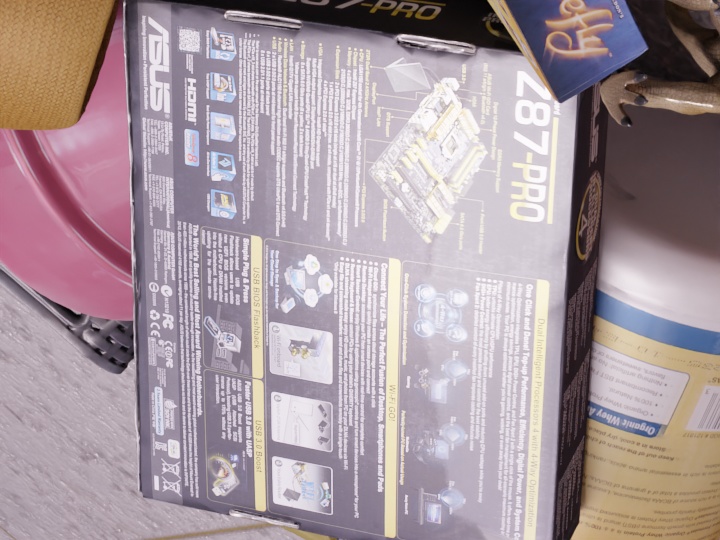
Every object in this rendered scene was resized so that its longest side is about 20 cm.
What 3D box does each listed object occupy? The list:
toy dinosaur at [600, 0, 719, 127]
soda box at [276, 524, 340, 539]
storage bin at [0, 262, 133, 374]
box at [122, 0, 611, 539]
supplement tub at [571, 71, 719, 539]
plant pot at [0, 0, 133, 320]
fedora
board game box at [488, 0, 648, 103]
[{"bbox_3d":[0.125,-0.068,0.823,0.101,0.058,0.200,10,-173,-30],"label":"toy dinosaur"},{"bbox_3d":[0.011,0.013,1.061,0.068,0.200,0.064,23,155,29],"label":"soda box"},{"bbox_3d":[-0.130,-0.050,1.168,0.135,0.094,0.200,42,-173,-13],"label":"storage bin"},{"bbox_3d":[0.000,0.000,0.877,0.161,0.049,0.201,10,118,18],"label":"box"},{"bbox_3d":[0.091,0.040,0.975,0.144,0.145,0.200,30,123,15],"label":"supplement tub"},{"bbox_3d":[-0.044,-0.092,0.975,0.179,0.200,0.200,-13,129,41],"label":"plant pot"},{"bbox_3d":[-0.117,-0.111,0.856,0.081,0.201,0.201,11,160,-10],"label":"fedora"},{"bbox_3d":[0.014,-0.160,0.789,0.136,0.035,0.200,56,-176,-47],"label":"board game box"}]
